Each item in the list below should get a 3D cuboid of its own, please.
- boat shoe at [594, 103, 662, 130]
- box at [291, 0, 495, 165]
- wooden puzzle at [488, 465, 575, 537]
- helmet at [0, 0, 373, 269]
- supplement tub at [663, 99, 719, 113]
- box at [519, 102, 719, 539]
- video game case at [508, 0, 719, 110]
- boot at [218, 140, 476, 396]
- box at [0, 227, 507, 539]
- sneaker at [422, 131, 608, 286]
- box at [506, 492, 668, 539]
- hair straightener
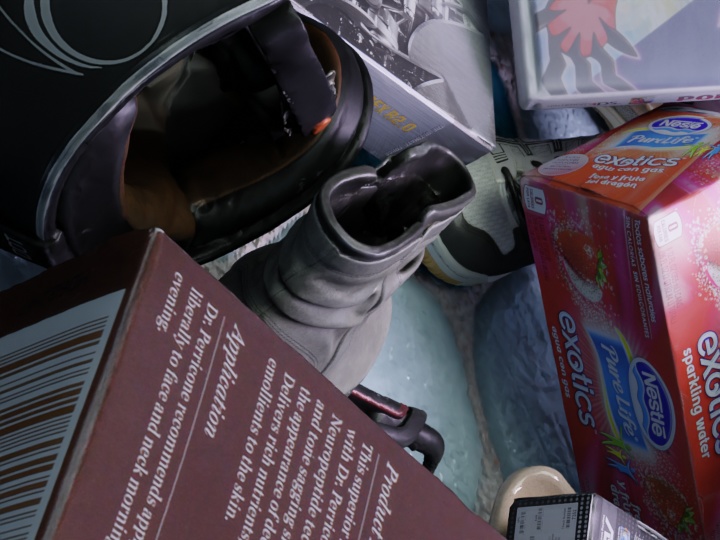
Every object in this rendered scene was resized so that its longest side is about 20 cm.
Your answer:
[{"bbox_3d":[0.153,-0.113,1.298,0.200,0.065,0.072,57,39,-12],"label":"boat shoe"},{"bbox_3d":[-0.007,-0.159,1.118,0.158,0.048,0.201,32,43,-38],"label":"box"},{"bbox_3d":[0.083,0.218,1.066,0.185,0.046,0.200,51,45,-32],"label":"wooden puzzle"},{"bbox_3d":[-0.095,-0.112,0.887,0.200,0.200,0.191,0,47,-51],"label":"helmet"},{"bbox_3d":[0.158,-0.167,1.212,0.200,0.123,0.122,47,38,5],"label":"supplement tub"},{"bbox_3d":[0.156,0.033,1.138,0.100,0.095,0.201,-27,117,-28],"label":"box"},{"bbox_3d":[0.156,-0.179,1.140,0.181,0.023,0.201,-4,79,-5],"label":"video game case"},{"bbox_3d":[0.000,0.000,0.932,0.068,0.131,0.200,51,24,3],"label":"boot"},{"bbox_3d":[-0.081,0.125,0.817,0.200,0.164,0.166,44,43,-29],"label":"box"},{"bbox_3d":[0.101,-0.042,1.185,0.200,0.087,0.076,-11,84,-51],"label":"sneaker"},{"bbox_3d":[0.113,0.215,1.029,0.160,0.044,0.201,34,56,-46],"label":"box"},{"bbox_3d":[-0.025,0.075,1.022,0.200,0.041,0.077,32,51,-44],"label":"hair straightener"}]
